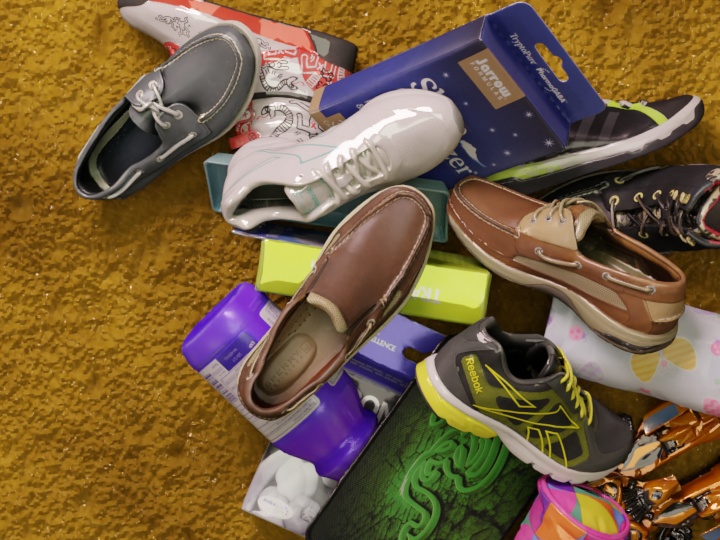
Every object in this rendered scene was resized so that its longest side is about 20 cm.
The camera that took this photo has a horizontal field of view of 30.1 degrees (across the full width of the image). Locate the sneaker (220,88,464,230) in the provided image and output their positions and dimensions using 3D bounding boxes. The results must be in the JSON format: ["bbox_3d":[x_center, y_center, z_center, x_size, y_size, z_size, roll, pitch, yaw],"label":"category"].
[{"bbox_3d":[-0.015,-0.073,1.000,0.199,0.080,0.071,-18,117,20],"label":"sneaker"}]

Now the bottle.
[{"bbox_3d":[-0.046,0.102,1.051,0.200,0.065,0.083,44,129,-7],"label":"bottle"}]

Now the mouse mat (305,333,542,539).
[{"bbox_3d":[0.065,0.170,1.056,0.161,0.008,0.201,40,80,-27],"label":"mouse mat"}]

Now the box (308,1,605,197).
[{"bbox_3d":[0.072,-0.121,1.018,0.199,0.033,0.121,-19,130,36],"label":"box"}]

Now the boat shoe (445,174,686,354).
[{"bbox_3d":[0.158,-0.021,1.001,0.199,0.076,0.074,32,133,19],"label":"boat shoe"}]

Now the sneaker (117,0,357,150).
[{"bbox_3d":[-0.109,-0.153,1.081,0.199,0.067,0.109,14,92,-2],"label":"sneaker"}]

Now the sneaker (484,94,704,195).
[{"bbox_3d":[0.175,-0.119,1.073,0.198,0.072,0.084,-19,92,3],"label":"sneaker"}]

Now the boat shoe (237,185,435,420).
[{"bbox_3d":[-0.014,0.027,0.963,0.074,0.075,0.203,35,93,0],"label":"boat shoe"}]

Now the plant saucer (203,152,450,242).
[{"bbox_3d":[-0.026,-0.061,1.084,0.198,0.070,0.019,7,57,6],"label":"plant saucer"}]

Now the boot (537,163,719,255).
[{"bbox_3d":[0.228,-0.045,1.035,0.201,0.154,0.074,-9,94,3],"label":"boot"}]

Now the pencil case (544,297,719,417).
[{"bbox_3d":[0.239,0.063,1.049,0.198,0.091,0.084,15,91,20],"label":"pencil case"}]

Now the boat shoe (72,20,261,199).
[{"bbox_3d":[-0.154,-0.118,1.048,0.200,0.062,0.073,-37,91,31],"label":"boat shoe"}]

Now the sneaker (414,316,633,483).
[{"bbox_3d":[0.140,0.099,1.017,0.199,0.075,0.085,22,128,-27],"label":"sneaker"}]

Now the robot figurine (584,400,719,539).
[{"bbox_3d":[0.253,0.170,1.098,0.199,0.058,0.146,-30,90,3],"label":"robot figurine"}]

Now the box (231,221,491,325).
[{"bbox_3d":[0.000,0.000,1.061,0.198,0.122,0.048,9,96,1],"label":"box"}]

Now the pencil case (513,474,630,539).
[{"bbox_3d":[0.135,0.256,1.067,0.088,0.088,0.201,28,112,0],"label":"pencil case"}]

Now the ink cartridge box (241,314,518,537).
[{"bbox_3d":[0.029,0.145,1.112,0.197,0.043,0.201,23,93,0],"label":"ink cartridge box"}]
